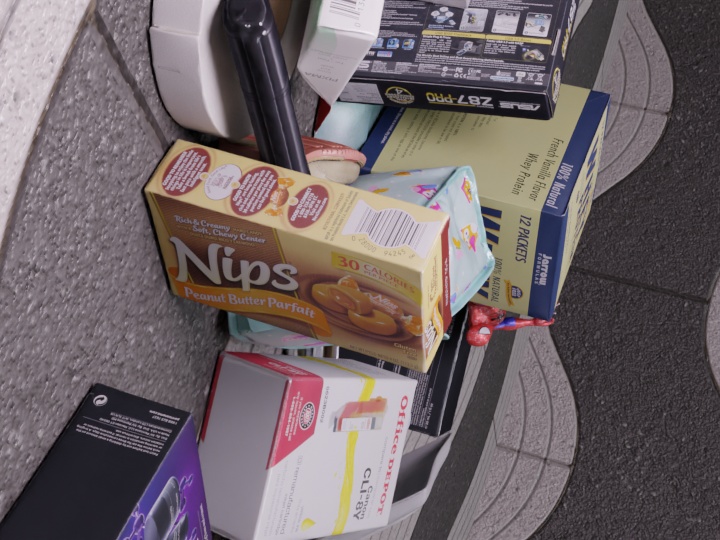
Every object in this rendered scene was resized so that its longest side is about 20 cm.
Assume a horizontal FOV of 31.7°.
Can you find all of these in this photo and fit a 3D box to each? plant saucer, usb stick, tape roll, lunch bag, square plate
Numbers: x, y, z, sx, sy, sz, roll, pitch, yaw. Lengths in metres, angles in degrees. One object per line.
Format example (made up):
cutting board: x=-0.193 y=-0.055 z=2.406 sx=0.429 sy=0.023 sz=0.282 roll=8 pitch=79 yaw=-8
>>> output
plant saucer: x=0.006 y=-0.146 z=1.222 sx=0.201 sy=0.039 sz=0.202 roll=15 pitch=90 yaw=-75
usb stick: x=-0.057 y=-0.100 z=0.848 sx=0.200 sy=0.032 sz=0.056 roll=78 pitch=-3 yaw=-48
tape roll: x=-0.081 y=-0.190 z=0.861 sx=0.203 sy=0.037 sz=0.204 roll=14 pitch=90 yaw=-76
lunch bag: x=0.000 y=0.000 z=1.056 sx=0.200 sy=0.170 sz=0.122 roll=-50 pitch=129 yaw=-54
square plate: x=0.002 y=0.244 z=1.301 sx=0.029 sy=0.198 sz=0.200 roll=61 pitch=14 yaw=-2

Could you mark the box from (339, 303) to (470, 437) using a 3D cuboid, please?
box: x=0.046 y=0.057 z=1.332 sx=0.079 sy=0.141 sz=0.201 roll=8 pitch=96 yaw=-76

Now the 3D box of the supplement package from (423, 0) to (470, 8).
supplement package: x=0.061 y=-0.347 z=1.078 sx=0.121 sy=0.119 sz=0.201 roll=72 pitch=35 yaw=-63

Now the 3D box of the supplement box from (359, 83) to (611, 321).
supplement box: x=0.118 y=-0.085 z=1.226 sx=0.135 sy=0.199 sz=0.200 roll=90 pitch=20 yaw=-43

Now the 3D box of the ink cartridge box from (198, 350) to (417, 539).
ink cartridge box: x=-0.046 y=0.152 z=1.106 sx=0.200 sy=0.083 sz=0.146 roll=8 pitch=95 yaw=-56

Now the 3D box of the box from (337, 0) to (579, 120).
box: x=0.083 y=-0.216 z=1.105 sx=0.049 sy=0.199 sz=0.162 roll=60 pitch=40 yaw=-60

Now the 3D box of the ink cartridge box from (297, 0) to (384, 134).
ink cartridge box: x=-0.020 y=-0.212 z=0.959 sx=0.200 sy=0.050 sz=0.162 roll=142 pitch=-40 yaw=-69

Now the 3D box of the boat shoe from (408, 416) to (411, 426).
boat shoe: x=-0.018 y=0.188 z=1.267 sx=0.091 sy=0.071 sz=0.200 roll=-55 pitch=-178 yaw=-36

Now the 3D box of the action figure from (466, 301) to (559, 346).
action figure: x=0.171 y=0.013 z=1.270 sx=0.200 sy=0.099 sz=0.065 roll=-53 pitch=150 yaw=-40

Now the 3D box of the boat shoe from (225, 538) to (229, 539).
boat shoe: x=-0.072 y=0.264 z=1.099 sx=0.201 sy=0.063 sz=0.074 roll=174 pitch=-76 yaw=-70

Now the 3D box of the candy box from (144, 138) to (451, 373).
candy box: x=-0.040 y=-0.009 z=0.859 sx=0.116 sy=0.199 sz=0.055 roll=86 pitch=27 yaw=-51

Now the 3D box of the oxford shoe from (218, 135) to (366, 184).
oxford shoe: x=-0.057 y=-0.069 z=1.003 sx=0.200 sy=0.071 sz=0.074 roll=-12 pitch=112 yaw=-62

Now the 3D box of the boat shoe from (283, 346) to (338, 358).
boat shoe: x=-0.036 y=0.073 z=1.219 sx=0.074 sy=0.065 sz=0.203 roll=3 pitch=101 yaw=-75

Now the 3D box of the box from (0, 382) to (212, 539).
box: x=-0.163 y=0.198 z=0.844 sx=0.200 sy=0.079 sz=0.141 roll=89 pitch=23 yaw=-45
